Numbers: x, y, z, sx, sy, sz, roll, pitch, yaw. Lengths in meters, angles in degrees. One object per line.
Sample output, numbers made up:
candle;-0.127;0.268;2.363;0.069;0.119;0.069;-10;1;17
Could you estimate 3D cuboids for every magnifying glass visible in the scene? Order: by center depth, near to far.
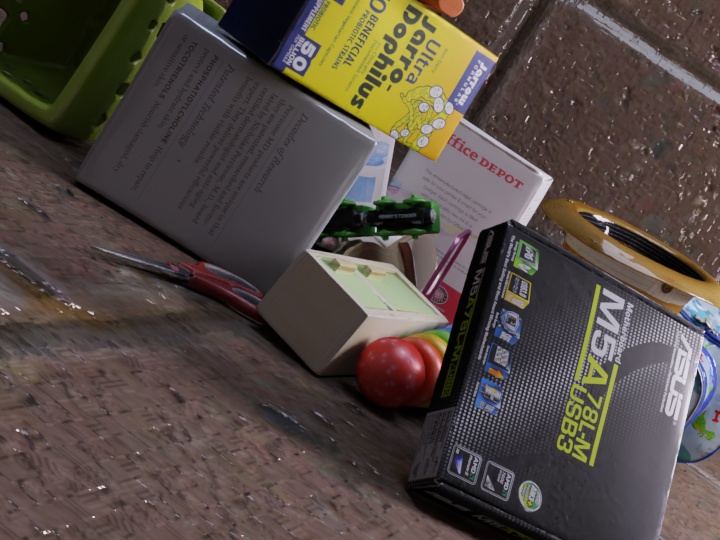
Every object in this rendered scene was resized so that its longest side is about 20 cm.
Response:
magnifying glass;0.043;-0.250;1.331;0.079;0.023;0.200;29;9;-26

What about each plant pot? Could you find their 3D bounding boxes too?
plant pot;-0.258;-0.238;1.465;0.198;0.201;0.181;36;4;26

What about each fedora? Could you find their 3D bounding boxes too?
fedora;0.240;0.008;1.406;0.199;0.082;0.201;27;14;-7

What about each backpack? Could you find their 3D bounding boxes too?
backpack;0.342;0.114;1.713;0.199;0.184;0.147;37;32;9

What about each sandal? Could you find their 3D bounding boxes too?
sandal;0.001;0.006;1.486;0.069;0.079;0.211;-2;9;28

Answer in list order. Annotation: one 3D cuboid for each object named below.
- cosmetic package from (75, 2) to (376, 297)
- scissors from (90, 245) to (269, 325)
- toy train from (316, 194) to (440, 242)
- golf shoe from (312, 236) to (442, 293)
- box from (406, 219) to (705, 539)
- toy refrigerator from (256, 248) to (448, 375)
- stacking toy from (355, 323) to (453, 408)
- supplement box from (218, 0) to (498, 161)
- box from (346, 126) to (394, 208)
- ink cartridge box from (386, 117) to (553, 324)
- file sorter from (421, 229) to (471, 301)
cosmetic package;-0.114;-0.107;1.330;0.199;0.167;0.167;32;9;-9
scissors;-0.141;0.000;1.167;0.199;0.014;0.073;23;15;-43
toy train;-0.017;-0.047;1.450;0.198;0.042;0.056;-2;-3;22
golf shoe;-0.009;-0.025;1.604;0.199;0.073;0.092;30;26;18
box;0.142;0.095;1.071;0.192;0.202;0.047;28;-24;-21
toy refrigerator;0.000;0.035;1.241;0.076;0.070;0.200;45;13;18
stacking toy;0.057;0.083;1.233;0.085;0.086;0.199;36;17;26
supplement box;0.000;-0.195;1.300;0.199;0.109;0.109;26;10;-39
box;-0.073;-0.137;1.570;0.198;0.114;0.102;2;24;-17
ink cartridge box;0.098;-0.055;1.669;0.147;0.201;0.086;34;9;11
file sorter;0.145;0.063;1.442;0.199;0.126;0.139;33;9;6
